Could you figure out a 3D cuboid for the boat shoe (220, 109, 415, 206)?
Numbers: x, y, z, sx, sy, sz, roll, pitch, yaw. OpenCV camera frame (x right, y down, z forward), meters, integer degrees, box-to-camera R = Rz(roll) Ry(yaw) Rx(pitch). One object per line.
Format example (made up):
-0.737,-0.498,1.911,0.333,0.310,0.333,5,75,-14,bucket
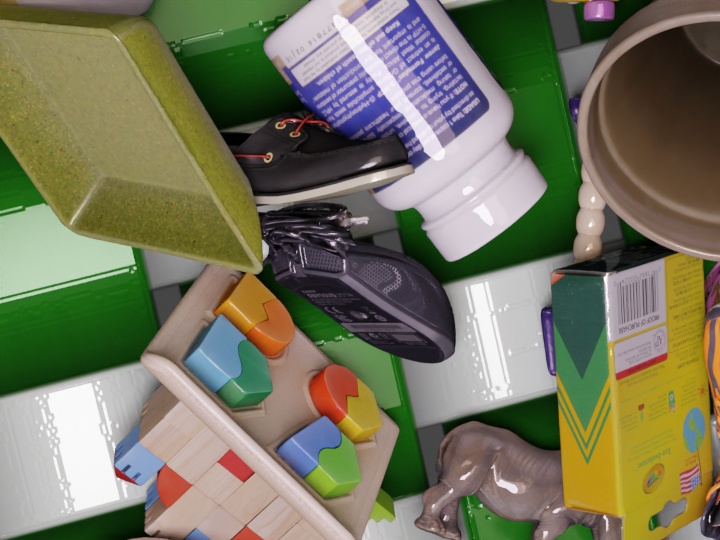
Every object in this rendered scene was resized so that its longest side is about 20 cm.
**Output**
-0.048,-0.074,1.066,0.073,0.200,0.064,-11,96,-45,boat shoe

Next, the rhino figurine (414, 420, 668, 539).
0.138,0.171,1.165,0.198,0.060,0.088,18,80,-12,rhino figurine

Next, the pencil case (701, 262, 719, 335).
0.341,0.059,1.179,0.199,0.087,0.083,33,120,-9,pencil case

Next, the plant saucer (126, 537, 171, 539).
-0.125,0.279,1.108,0.198,0.037,0.203,4,99,24,plant saucer

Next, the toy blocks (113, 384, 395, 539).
-0.094,0.146,1.116,0.137,0.100,0.200,-43,112,15,toy blocks

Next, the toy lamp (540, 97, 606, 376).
0.164,-0.022,1.162,0.058,0.058,0.202,6,89,-9,toy lamp

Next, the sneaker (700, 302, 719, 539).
0.277,0.123,1.123,0.112,0.077,0.201,-56,133,-36,sneaker

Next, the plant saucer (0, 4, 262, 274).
-0.160,-0.096,1.021,0.048,0.198,0.201,-53,134,-27,plant saucer

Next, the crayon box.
0.193,0.088,1.125,0.126,0.050,0.202,-14,103,-47,crayon box

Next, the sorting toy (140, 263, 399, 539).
-0.049,0.080,1.064,0.185,0.200,0.036,45,109,-8,sorting toy

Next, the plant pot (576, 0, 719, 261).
0.260,-0.137,1.096,0.199,0.200,0.174,31,45,-9,plant pot

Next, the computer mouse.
0.000,0.000,1.098,0.200,0.138,0.053,37,64,-39,computer mouse

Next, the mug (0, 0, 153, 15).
-0.207,-0.242,1.072,0.149,0.186,0.155,-21,107,-39,mug

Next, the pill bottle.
0.036,-0.112,1.105,0.119,0.120,0.201,-38,97,-5,pill bottle

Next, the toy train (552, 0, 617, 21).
0.155,-0.265,1.150,0.199,0.056,0.151,26,88,-12,toy train
